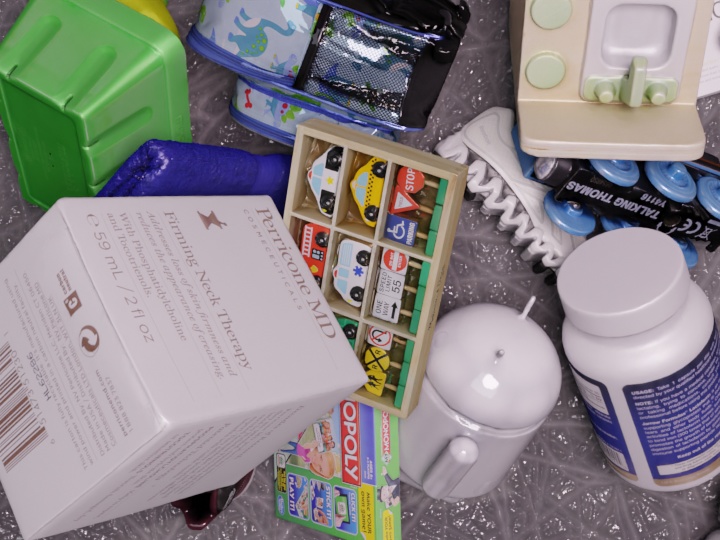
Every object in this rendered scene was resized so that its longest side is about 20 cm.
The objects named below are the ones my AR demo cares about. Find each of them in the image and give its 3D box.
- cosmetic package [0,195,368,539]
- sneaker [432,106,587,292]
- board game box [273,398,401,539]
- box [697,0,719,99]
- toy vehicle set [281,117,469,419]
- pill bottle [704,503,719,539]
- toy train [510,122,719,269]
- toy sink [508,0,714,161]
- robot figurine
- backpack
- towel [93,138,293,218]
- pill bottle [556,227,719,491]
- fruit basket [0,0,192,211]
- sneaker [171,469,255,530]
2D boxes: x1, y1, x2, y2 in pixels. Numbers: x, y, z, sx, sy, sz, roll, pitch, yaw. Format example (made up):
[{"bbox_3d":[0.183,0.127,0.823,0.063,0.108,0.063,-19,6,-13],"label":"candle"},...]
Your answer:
[{"bbox_3d":[-0.142,0.060,0.813,0.166,0.200,0.167,-40,70,32],"label":"cosmetic package"},{"bbox_3d":[0.152,-0.051,0.977,0.081,0.075,0.200,-42,92,-4],"label":"sneaker"},{"bbox_3d":[-0.023,0.118,0.975,0.029,0.135,0.200,-5,95,-40],"label":"board game box"},{"bbox_3d":[0.229,-0.230,0.974,0.144,0.036,0.200,-17,92,4],"label":"box"},{"bbox_3d":[0.000,0.000,0.868,0.124,0.027,0.200,18,116,18],"label":"toy vehicle set"},{"bbox_3d":[0.332,0.280,0.968,0.114,0.114,0.200,9,94,2],"label":"pill bottle"},{"bbox_3d":[0.217,-0.077,0.931,0.200,0.114,0.087,15,134,-24],"label":"toy train"},{"bbox_3d":[0.178,-0.181,0.852,0.130,0.200,0.112,2,129,4],"label":"toy sink"},{"bbox_3d":[0.089,0.104,0.942,0.113,0.170,0.200,22,135,-2],"label":"robot figurine"},{"bbox_3d":[-0.032,-0.172,0.919,0.200,0.183,0.147,23,108,-1],"label":"backpack"},{"bbox_3d":[-0.127,-0.046,0.919,0.148,0.200,0.050,-46,64,27],"label":"towel"},{"bbox_3d":[0.223,0.070,0.915,0.116,0.116,0.200,-23,127,5],"label":"pill bottle"},{"bbox_3d":[-0.189,-0.152,0.939,0.155,0.216,0.216,30,95,16],"label":"fruit basket"},{"bbox_3d":[-0.111,0.125,0.957,0.076,0.116,0.200,11,111,7],"label":"sneaker"}]
